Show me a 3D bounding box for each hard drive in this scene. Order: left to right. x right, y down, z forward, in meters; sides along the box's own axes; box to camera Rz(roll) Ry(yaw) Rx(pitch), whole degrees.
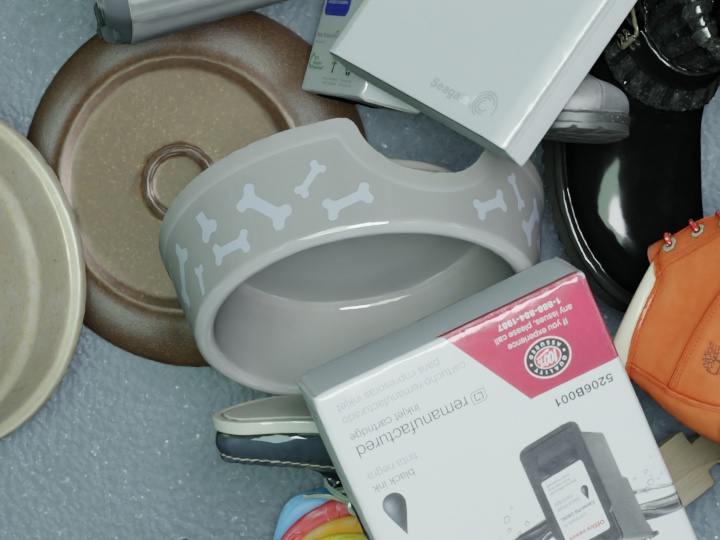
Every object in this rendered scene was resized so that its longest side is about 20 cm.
[{"bbox_3d":[0.087,-0.160,1.305,0.132,0.026,0.200,32,85,41],"label":"hard drive"}]

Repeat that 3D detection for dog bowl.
[{"bbox_3d":[0.000,0.000,1.362,0.199,0.200,0.059,-15,60,11],"label":"dog bowl"}]

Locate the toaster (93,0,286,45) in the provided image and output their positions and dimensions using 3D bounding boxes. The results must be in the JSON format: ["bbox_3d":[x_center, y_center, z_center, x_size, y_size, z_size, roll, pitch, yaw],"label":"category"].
[{"bbox_3d":[-0.084,-0.182,1.394,0.129,0.200,0.114,-13,90,-6],"label":"toaster"}]

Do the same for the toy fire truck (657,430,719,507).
[{"bbox_3d":[0.222,0.123,1.377,0.200,0.128,0.177,-28,80,30],"label":"toy fire truck"}]

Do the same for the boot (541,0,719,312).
[{"bbox_3d":[0.159,-0.088,1.346,0.079,0.158,0.212,-9,89,-31],"label":"boot"}]

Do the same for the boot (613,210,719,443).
[{"bbox_3d":[0.194,-0.015,1.310,0.107,0.075,0.201,29,96,31],"label":"boot"}]

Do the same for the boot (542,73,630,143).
[{"bbox_3d":[0.078,-0.137,1.356,0.070,0.200,0.132,7,98,-29],"label":"boot"}]

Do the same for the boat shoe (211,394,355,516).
[{"bbox_3d":[0.016,0.098,1.397,0.199,0.075,0.062,1,103,-28],"label":"boat shoe"}]

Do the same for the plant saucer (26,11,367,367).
[{"bbox_3d":[-0.094,-0.047,1.464,0.199,0.037,0.201,0,91,10],"label":"plant saucer"}]

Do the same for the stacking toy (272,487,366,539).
[{"bbox_3d":[-0.009,0.177,1.369,0.115,0.200,0.110,11,94,9],"label":"stacking toy"}]

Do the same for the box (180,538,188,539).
[{"bbox_3d":[-0.068,0.223,1.384,0.049,0.200,0.162,-33,85,-14],"label":"box"}]

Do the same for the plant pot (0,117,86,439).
[{"bbox_3d":[-0.273,0.011,1.409,0.199,0.183,0.202,2,96,21],"label":"plant pot"}]

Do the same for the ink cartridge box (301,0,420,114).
[{"bbox_3d":[0.024,-0.184,1.401,0.039,0.099,0.201,13,93,-20],"label":"ink cartridge box"}]

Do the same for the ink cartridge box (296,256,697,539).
[{"bbox_3d":[0.076,0.116,1.299,0.145,0.083,0.201,-25,98,-5],"label":"ink cartridge box"}]
